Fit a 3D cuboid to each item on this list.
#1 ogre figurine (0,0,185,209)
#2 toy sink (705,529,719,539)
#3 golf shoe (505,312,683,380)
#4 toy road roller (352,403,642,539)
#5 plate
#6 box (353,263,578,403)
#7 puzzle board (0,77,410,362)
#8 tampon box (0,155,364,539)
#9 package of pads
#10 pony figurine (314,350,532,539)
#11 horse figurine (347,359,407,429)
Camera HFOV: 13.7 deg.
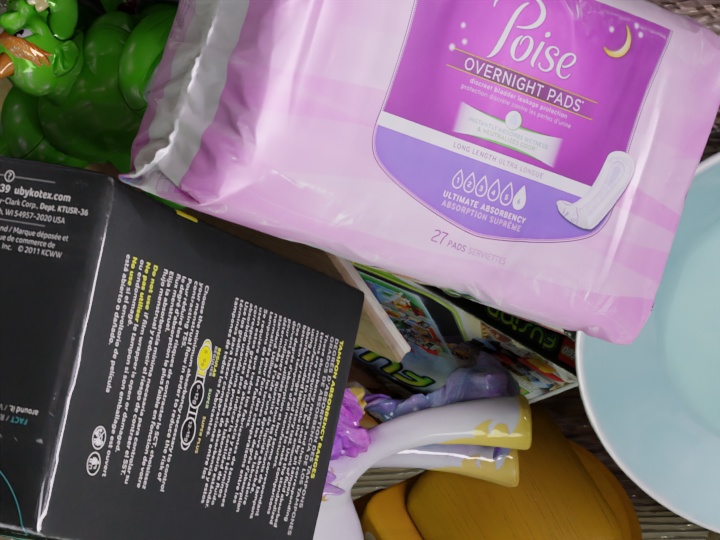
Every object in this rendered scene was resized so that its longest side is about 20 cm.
[{"bbox_3d":[-0.076,-0.094,1.103,0.199,0.120,0.098,0,148,39],"label":"ogre figurine"},{"bbox_3d":[0.256,0.172,1.370,0.199,0.131,0.112,26,156,-11],"label":"toy sink"},{"bbox_3d":[0.079,-0.012,1.228,0.199,0.078,0.088,23,175,8],"label":"golf shoe"},{"bbox_3d":[0.042,0.145,1.432,0.123,0.199,0.146,57,154,22],"label":"toy road roller"},{"bbox_3d":[0.181,0.023,1.155,0.199,0.026,0.201,0,124,0],"label":"plate"},{"bbox_3d":[0.000,0.000,1.342,0.199,0.035,0.110,30,155,-17],"label":"box"},{"bbox_3d":[-0.081,-0.036,1.238,0.199,0.017,0.151,23,162,30],"label":"puzzle board"},{"bbox_3d":[-0.115,0.038,1.129,0.149,0.127,0.200,9,172,27],"label":"tampon box"},{"bbox_3d":[0.024,-0.058,1.030,0.199,0.121,0.076,17,-178,-34],"label":"package of pads"},{"bbox_3d":[-0.025,0.094,1.323,0.199,0.194,0.167,-5,-162,-5],"label":"pony figurine"},{"bbox_3d":[-0.034,0.063,1.482,0.132,0.050,0.200,26,158,1],"label":"horse figurine"}]
